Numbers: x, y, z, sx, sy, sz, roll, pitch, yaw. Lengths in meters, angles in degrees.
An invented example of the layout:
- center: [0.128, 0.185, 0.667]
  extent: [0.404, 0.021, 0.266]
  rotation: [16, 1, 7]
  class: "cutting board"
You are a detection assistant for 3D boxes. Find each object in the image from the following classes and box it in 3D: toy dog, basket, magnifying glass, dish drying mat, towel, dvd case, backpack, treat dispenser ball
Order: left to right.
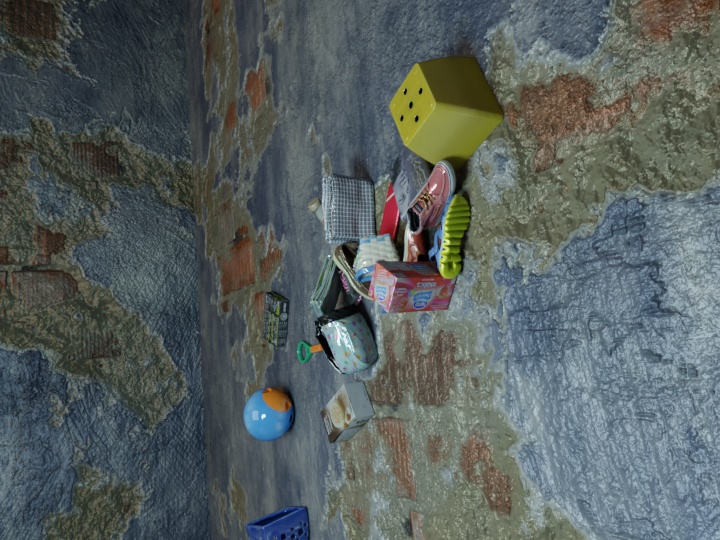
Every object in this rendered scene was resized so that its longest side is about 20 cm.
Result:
- center: [-0.364, 0.569, 2.155]
  extent: [0.199, 0.197, 0.207]
  rotation: [1, 91, 57]
  class: "treat dispenser ball"
- center: [-0.189, 0.300, 2.045]
  extent: [0.199, 0.022, 0.082]
  rotation: [-26, 69, 57]
  class: "magnifying glass"
- center: [-0.101, 0.065, 1.744]
  extent: [0.201, 0.047, 0.175]
  rotation: [76, -149, -66]
  class: "towel"
- center: [-0.097, -0.197, 1.831]
  extent: [0.096, 0.132, 0.200]
  rotation: [-43, 48, -1]
  class: "toy dog"
- center: [-0.036, 0.216, 1.676]
  extent: [0.126, 0.165, 0.204]
  rotation: [-28, 82, 44]
  class: "backpack"
- center: [-0.034, -0.185, 1.664]
  extent: [0.085, 0.163, 0.206]
  rotation: [-6, 86, 50]
  class: "towel"
- center: [0.052, 0.012, 1.531]
  extent: [0.177, 0.136, 0.205]
  rotation: [103, 153, -75]
  class: "basket"
- center: [0.088, -0.151, 1.603]
  extent: [0.076, 0.018, 0.205]
  rotation: [34, 118, 51]
  class: "dish drying mat"
- center: [0.135, -0.255, 1.489]
  extent: [0.149, 0.016, 0.204]
  rotation: [-52, 38, 40]
  class: "dvd case"

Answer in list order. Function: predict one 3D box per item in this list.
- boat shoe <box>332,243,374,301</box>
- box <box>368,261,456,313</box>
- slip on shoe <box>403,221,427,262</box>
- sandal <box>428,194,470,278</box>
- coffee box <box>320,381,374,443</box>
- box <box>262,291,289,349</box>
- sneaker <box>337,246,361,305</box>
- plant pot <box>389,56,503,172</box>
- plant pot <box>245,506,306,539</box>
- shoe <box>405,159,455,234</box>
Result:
- center: [-0.004, 0.004, 1.631]
  extent: [0.202, 0.075, 0.075]
  rotation: [44, 143, 2]
  class: "boat shoe"
- center: [0.130, 0.039, 1.372]
  extent: [0.102, 0.196, 0.097]
  rotation: [39, 121, 49]
  class: "box"
- center: [0.154, -0.061, 1.464]
  extent: [0.060, 0.073, 0.206]
  rotation: [11, 100, 33]
  class: "slip on shoe"
- center: [0.213, -0.088, 1.351]
  extent: [0.087, 0.078, 0.205]
  rotation: [26, 106, 58]
  class: "sandal"
- center: [-0.045, 0.462, 1.763]
  extent: [0.201, 0.078, 0.116]
  rotation: [-56, 46, 41]
  class: "coffee box"
- center: [-0.356, 0.206, 2.284]
  extent: [0.159, 0.043, 0.206]
  rotation: [19, 107, 55]
  class: "box"
- center: [-0.037, 0.021, 1.734]
  extent: [0.078, 0.093, 0.206]
  rotation: [26, 113, 52]
  class: "sneaker"
- center: [0.186, -0.382, 1.303]
  extent: [0.200, 0.173, 0.204]
  rotation: [-48, 52, 46]
  class: "plant pot"
- center: [-0.304, 1.032, 2.082]
  extent: [0.199, 0.196, 0.184]
  rotation: [-34, 69, 51]
  class: "plant pot"
- center: [0.172, -0.174, 1.350]
  extent: [0.072, 0.090, 0.202]
  rotation: [45, 149, 26]
  class: "shoe"
